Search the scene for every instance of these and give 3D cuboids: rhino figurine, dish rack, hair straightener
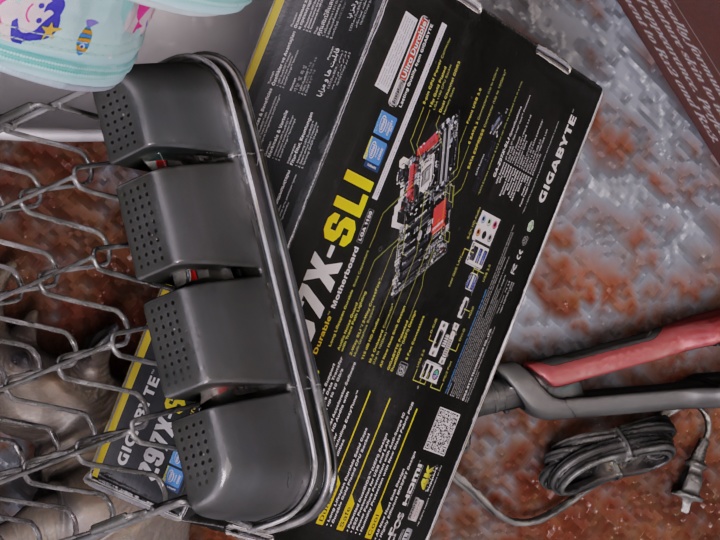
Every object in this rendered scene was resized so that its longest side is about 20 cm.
[{"bbox_3d":[-0.099,0.094,0.956,0.087,0.060,0.201,-14,85,-7],"label":"rhino figurine"},{"bbox_3d":[-0.113,0.029,0.878,0.054,0.199,0.154,4,69,-55],"label":"dish rack"},{"bbox_3d":[0.120,0.059,1.054,0.199,0.041,0.078,-14,99,-23],"label":"hair straightener"}]

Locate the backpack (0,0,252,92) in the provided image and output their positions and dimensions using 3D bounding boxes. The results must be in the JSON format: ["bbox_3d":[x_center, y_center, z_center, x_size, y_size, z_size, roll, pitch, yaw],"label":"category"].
[{"bbox_3d":[-0.103,-0.140,0.785,0.177,0.200,0.151,17,104,-24],"label":"backpack"}]

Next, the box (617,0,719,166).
[{"bbox_3d":[0.220,-0.127,1.006,0.200,0.164,0.166,-42,115,-13],"label":"box"}]

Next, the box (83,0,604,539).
[{"bbox_3d":[0.000,0.000,0.952,0.159,0.049,0.201,23,88,-56],"label":"box"}]

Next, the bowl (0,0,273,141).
[{"bbox_3d":[-0.107,-0.145,0.929,0.198,0.075,0.202,0,93,-22],"label":"bowl"}]
